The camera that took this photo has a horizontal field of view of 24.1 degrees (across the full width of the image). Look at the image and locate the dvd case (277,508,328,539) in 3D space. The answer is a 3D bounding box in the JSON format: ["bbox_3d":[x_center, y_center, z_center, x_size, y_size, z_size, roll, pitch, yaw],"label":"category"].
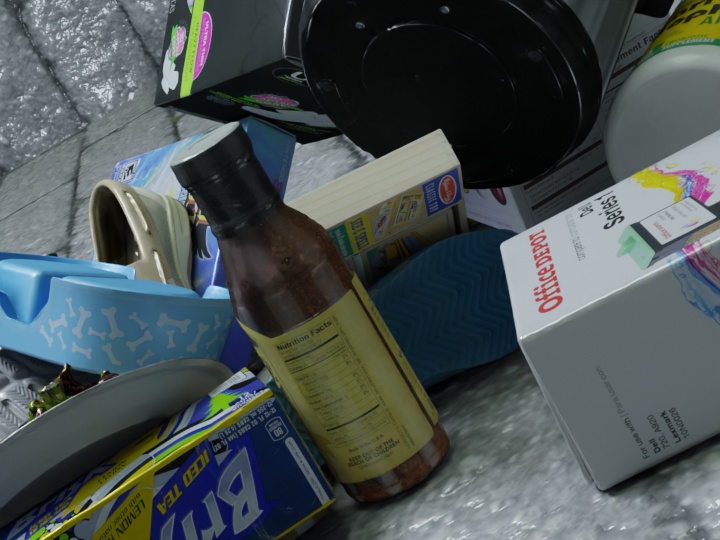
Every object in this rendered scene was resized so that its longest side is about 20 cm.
[{"bbox_3d":[-0.125,0.172,0.890,0.200,0.016,0.149,-37,16,-21],"label":"dvd case"}]

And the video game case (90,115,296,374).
[{"bbox_3d":[-0.132,0.006,1.174,0.181,0.045,0.201,-11,62,50],"label":"video game case"}]

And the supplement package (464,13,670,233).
[{"bbox_3d":[0.106,-0.122,1.157,0.155,0.111,0.200,-32,23,-17],"label":"supplement package"}]

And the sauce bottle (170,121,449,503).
[{"bbox_3d":[-0.027,0.020,0.841,0.066,0.201,0.066,-28,13,7],"label":"sauce bottle"}]

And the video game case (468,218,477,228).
[{"bbox_3d":[0.014,-0.029,1.260,0.181,0.026,0.200,-40,18,-31],"label":"video game case"}]

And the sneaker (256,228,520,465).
[{"bbox_3d":[0.018,0.038,0.948,0.199,0.077,0.081,-30,7,-14],"label":"sneaker"}]

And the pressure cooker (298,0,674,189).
[{"bbox_3d":[0.075,-0.168,0.947,0.178,0.176,0.201,-15,40,41],"label":"pressure cooker"}]

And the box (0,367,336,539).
[{"bbox_3d":[-0.116,0.133,0.830,0.200,0.070,0.064,-33,15,-9],"label":"box"}]

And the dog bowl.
[{"bbox_3d":[-0.154,0.025,0.969,0.111,0.050,0.199,4,4,-44],"label":"dog bowl"}]

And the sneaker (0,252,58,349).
[{"bbox_3d":[-0.259,0.055,1.149,0.093,0.071,0.200,-9,32,14],"label":"sneaker"}]

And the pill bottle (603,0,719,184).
[{"bbox_3d":[0.219,-0.108,0.962,0.112,0.113,0.200,-19,18,35],"label":"pill bottle"}]

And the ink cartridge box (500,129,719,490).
[{"bbox_3d":[0.170,-0.003,0.770,0.199,0.084,0.145,-28,15,10],"label":"ink cartridge box"}]

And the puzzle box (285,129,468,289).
[{"bbox_3d":[0.000,0.000,0.961,0.133,0.025,0.200,-27,-22,-4],"label":"puzzle box"}]

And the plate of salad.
[{"bbox_3d":[-0.155,0.104,0.897,0.200,0.048,0.200,-31,-22,-14],"label":"plate of salad"}]

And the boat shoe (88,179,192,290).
[{"bbox_3d":[-0.141,0.025,1.078,0.072,0.065,0.201,-39,45,31],"label":"boat shoe"}]

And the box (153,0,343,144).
[{"bbox_3d":[-0.034,-0.177,1.111,0.124,0.149,0.200,12,-9,-30],"label":"box"}]

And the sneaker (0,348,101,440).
[{"bbox_3d":[-0.224,0.123,0.969,0.200,0.077,0.112,-33,-30,-45],"label":"sneaker"}]
